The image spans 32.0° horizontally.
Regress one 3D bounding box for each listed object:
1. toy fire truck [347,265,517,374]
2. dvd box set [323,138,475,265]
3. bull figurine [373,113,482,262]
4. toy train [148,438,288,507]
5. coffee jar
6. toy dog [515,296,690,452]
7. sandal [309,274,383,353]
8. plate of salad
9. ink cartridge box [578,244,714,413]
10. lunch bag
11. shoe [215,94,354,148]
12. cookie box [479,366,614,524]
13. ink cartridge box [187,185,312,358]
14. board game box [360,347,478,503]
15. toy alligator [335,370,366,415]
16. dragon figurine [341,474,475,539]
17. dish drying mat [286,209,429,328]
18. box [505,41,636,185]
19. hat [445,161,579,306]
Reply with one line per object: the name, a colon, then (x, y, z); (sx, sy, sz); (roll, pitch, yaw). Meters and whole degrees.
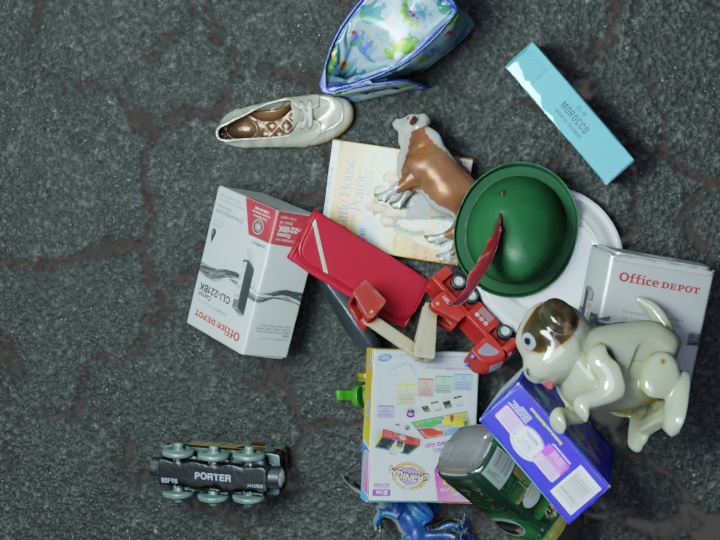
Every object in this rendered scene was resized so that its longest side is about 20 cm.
toy fire truck: (0.095, 0.072, 1.650); (0.141, 0.049, 0.200); (-38, 79, -23)
dvd box set: (0.050, -0.094, 1.713); (0.197, 0.029, 0.148); (10, 97, 12)
bull figurine: (0.095, -0.110, 1.653); (0.200, 0.065, 0.122); (45, 104, 7)
toy train: (-0.193, 0.278, 1.760); (0.197, 0.114, 0.087); (1, 96, 14)
coffee jar: (0.199, 0.289, 1.637); (0.200, 0.104, 0.086); (44, 63, -23)
toy dog: (0.280, 0.103, 1.489); (0.198, 0.140, 0.196); (19, 76, -8)
sandal: (-0.024, 0.028, 1.724); (0.043, 0.076, 0.201); (-32, 87, -14)
plate of salad: (0.248, -0.009, 1.664); (0.197, 0.048, 0.203); (0, 88, 8)
ink cartridge box: (0.353, 0.078, 1.605); (0.144, 0.085, 0.203); (9, 99, -11)
lunch bag: (0.041, -0.294, 1.628); (0.199, 0.170, 0.128); (-40, 85, 13)
shoe: (-0.106, -0.201, 1.730); (0.197, 0.053, 0.071); (-8, 93, 14)
cookie box: (0.243, 0.212, 1.605); (0.075, 0.200, 0.172); (-42, 84, 14)
ink cartridge box: (-0.147, 0.002, 1.710); (0.144, 0.083, 0.203); (23, 102, 46)
board game box: (0.079, 0.206, 1.676); (0.151, 0.040, 0.203); (4, 88, -12)
toy alligator: (0.056, 0.166, 1.721); (0.197, 0.054, 0.060); (-5, 94, 14)
dragon figurine: (0.070, 0.328, 1.728); (0.099, 0.059, 0.200); (-44, 85, 13)
dish drying mat: (0.000, 0.000, 1.680); (0.199, 0.018, 0.077); (31, 83, -23)
box: (0.273, -0.203, 1.625); (0.049, 0.082, 0.201); (-41, 84, 14)
hat: (0.203, -0.031, 1.540); (0.164, 0.176, 0.202); (23, 94, -7)
